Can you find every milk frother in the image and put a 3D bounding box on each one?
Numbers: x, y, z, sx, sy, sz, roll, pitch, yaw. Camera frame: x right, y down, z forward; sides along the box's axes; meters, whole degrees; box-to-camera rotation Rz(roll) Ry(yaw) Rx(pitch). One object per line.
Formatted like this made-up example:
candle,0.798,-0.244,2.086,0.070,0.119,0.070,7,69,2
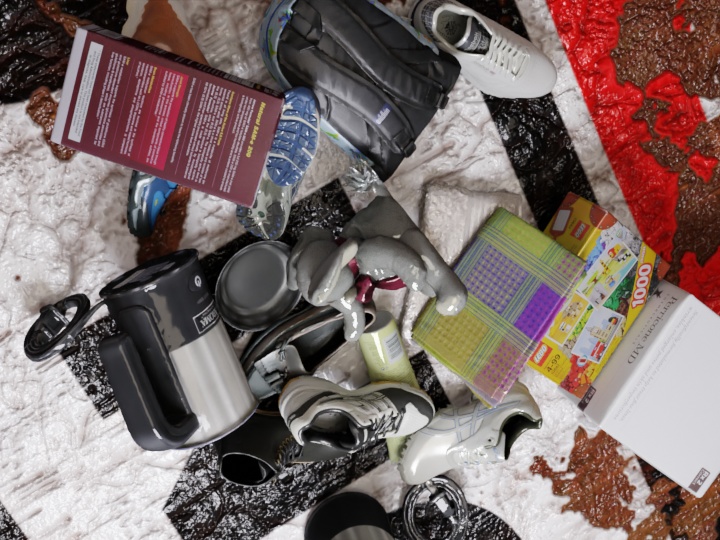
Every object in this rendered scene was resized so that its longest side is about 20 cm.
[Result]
milk frother,0.050,0.351,1.095,0.180,0.188,0.201,38,93,-20
milk frother,-0.246,0.102,0.999,0.180,0.197,0.192,-36,112,-46

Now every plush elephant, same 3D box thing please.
plush elephant,0.000,0.000,0.983,0.154,0.165,0.201,-39,106,0

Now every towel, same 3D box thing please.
towel,0.122,-0.001,1.110,0.129,0.034,0.205,5,103,-15
towel,0.159,0.041,1.058,0.202,0.143,0.023,-57,153,5

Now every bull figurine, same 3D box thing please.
bull figurine,-0.197,-0.195,0.908,0.121,0.065,0.202,-37,100,-7

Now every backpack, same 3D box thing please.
backpack,-0.017,-0.222,0.973,0.198,0.154,0.165,26,102,-40

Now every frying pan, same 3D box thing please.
frying pan,-0.087,-0.003,1.053,0.188,0.031,0.116,-31,128,-14

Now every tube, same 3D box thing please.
tube,0.043,0.148,1.126,0.057,0.052,0.204,-5,118,29

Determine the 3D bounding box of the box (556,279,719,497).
box,0.400,0.142,1.163,0.198,0.131,0.201,33,94,-19

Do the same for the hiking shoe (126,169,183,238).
hiking shoe,-0.196,-0.125,0.978,0.085,0.074,0.204,19,99,-14

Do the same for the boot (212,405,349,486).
boot,-0.084,0.217,1.062,0.195,0.138,0.079,4,104,-15

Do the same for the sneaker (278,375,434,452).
sneaker,0.002,0.180,1.056,0.195,0.088,0.077,5,116,-20

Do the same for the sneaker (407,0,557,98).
sneaker,0.147,-0.249,1.028,0.196,0.080,0.078,20,98,-19

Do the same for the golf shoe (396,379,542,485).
golf shoe,0.137,0.211,1.122,0.199,0.097,0.079,-38,132,-5

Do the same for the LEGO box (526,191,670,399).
LEGO box,0.266,0.033,1.112,0.148,0.077,0.202,30,95,-34

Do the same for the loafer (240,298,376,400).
loafer,-0.066,0.089,1.065,0.199,0.063,0.072,-40,125,1

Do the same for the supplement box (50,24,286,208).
supplement box,-0.178,-0.146,0.851,0.196,0.061,0.111,19,104,-8

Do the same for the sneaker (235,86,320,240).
sneaker,-0.086,-0.129,0.967,0.076,0.086,0.201,25,138,-4
